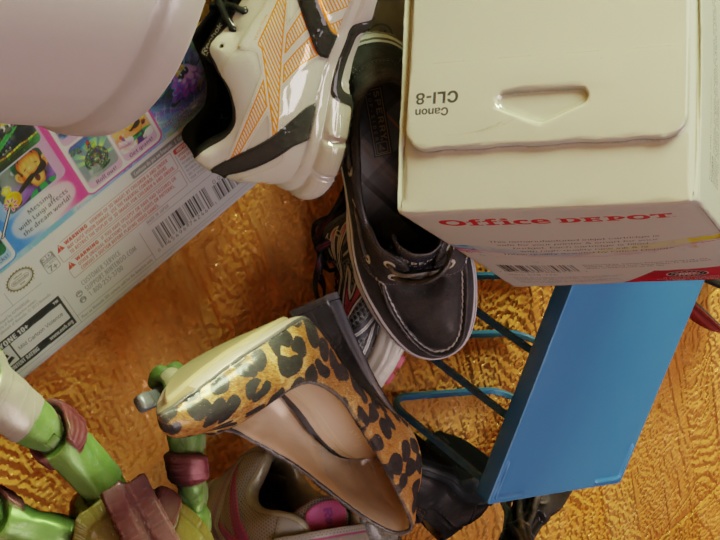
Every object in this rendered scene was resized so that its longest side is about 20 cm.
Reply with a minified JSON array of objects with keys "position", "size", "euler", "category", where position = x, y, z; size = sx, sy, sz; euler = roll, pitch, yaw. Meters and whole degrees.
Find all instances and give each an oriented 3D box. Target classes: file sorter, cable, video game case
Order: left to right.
[{"position":[-0.155,-0.051,0.742],"size":[0.200,0.024,0.183],"euler":[-41,137,-14],"category":"video game case"},{"position":[0.110,0.169,1.067],"size":[0.097,0.050,0.200],"euler":[-34,-172,42],"category":"cable"},{"position":[0.124,0.030,0.987],"size":[0.138,0.122,0.201],"euler":[0,117,-44],"category":"file sorter"}]

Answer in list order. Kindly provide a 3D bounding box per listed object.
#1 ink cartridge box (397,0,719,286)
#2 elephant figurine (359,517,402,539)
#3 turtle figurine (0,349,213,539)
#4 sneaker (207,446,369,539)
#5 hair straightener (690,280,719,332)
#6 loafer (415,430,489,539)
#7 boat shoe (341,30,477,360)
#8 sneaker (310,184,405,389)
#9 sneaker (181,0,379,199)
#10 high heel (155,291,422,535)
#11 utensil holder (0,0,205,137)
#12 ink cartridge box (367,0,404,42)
[{"position":[0.119,-0.079,0.770],"size":[0.200,0.144,0.146],"euler":[25,65,-67],"category":"ink cartridge box"},{"position":[-0.012,0.233,0.997],"size":[0.200,0.141,0.156],"euler":[32,71,-52],"category":"elephant figurine"},{"position":[-0.147,0.111,0.800],"size":[0.143,0.201,0.193],"euler":[-31,130,33],"category":"turtle figurine"},{"position":[-0.031,0.181,0.872],"size":[0.081,0.200,0.088],"euler":[-5,135,-49],"category":"sneaker"},{"position":[0.244,-0.018,1.142],"size":[0.200,0.041,0.077],"euler":[31,93,-45],"category":"hair straightener"},{"position":[0.029,0.146,1.017],"size":[0.199,0.073,0.073],"euler":[26,101,-48],"category":"loafer"},{"position":[0.027,-0.028,0.805],"size":[0.069,0.066,0.201],"euler":[-12,119,-3],"category":"boat shoe"},{"position":[0.000,0.000,0.896],"size":[0.074,0.081,0.201],"euler":[18,106,-18],"category":"sneaker"},{"position":[-0.037,-0.131,0.730],"size":[0.079,0.074,0.202],"euler":[4,110,-22],"category":"sneaker"},{"position":[-0.028,0.097,0.783],"size":[0.071,0.143,0.200],"euler":[-23,-179,27],"category":"high heel"},{"position":[-0.179,-0.138,0.551],"size":[0.199,0.170,0.171],"euler":[-2,118,-41],"category":"utensil holder"},{"position":[0.010,-0.182,0.793],"size":[0.199,0.048,0.146],"euler":[13,108,-50],"category":"ink cartridge box"}]
